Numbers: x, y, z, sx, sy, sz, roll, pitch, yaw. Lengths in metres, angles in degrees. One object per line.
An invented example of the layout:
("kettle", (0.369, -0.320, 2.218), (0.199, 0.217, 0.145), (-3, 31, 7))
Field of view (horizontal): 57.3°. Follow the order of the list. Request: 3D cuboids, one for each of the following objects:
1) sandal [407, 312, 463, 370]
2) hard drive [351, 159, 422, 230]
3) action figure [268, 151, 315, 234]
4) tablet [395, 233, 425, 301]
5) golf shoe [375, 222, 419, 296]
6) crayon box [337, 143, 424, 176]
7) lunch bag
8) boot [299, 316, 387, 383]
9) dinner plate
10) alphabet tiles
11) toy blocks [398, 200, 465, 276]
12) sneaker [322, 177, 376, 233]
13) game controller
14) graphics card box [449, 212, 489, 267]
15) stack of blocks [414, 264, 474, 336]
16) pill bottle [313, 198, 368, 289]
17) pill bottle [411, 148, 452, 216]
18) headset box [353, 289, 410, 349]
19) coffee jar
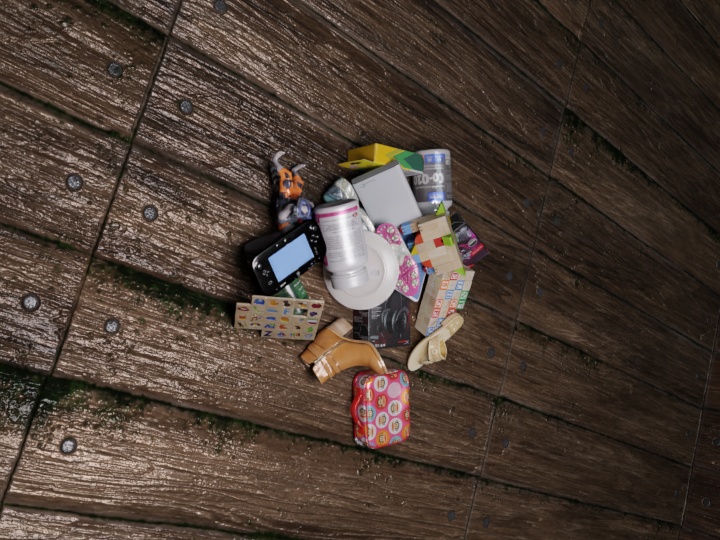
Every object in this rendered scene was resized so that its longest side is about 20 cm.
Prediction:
("sandal", (0.220, 0.216, 1.843), (0.212, 0.070, 0.078), (-47, 133, 2))
("hard drive", (0.074, -0.181, 1.716), (0.130, 0.027, 0.201), (-22, 132, 9))
("action figure", (-0.165, -0.165, 1.590), (0.200, 0.102, 0.198), (43, 43, -76))
("tablet", (0.124, -0.021, 1.790), (0.129, 0.014, 0.202), (32, 49, -15))
("golf shoe", (0.105, -0.033, 1.726), (0.074, 0.092, 0.203), (-21, 94, 12))
("crayon box", (0.054, -0.288, 1.724), (0.197, 0.126, 0.052), (5, 88, -37))
("lunch bag", (0.047, 0.369, 1.765), (0.174, 0.081, 0.205), (-3, 94, -36))
("boot", (-0.043, 0.228, 1.651), (0.155, 0.077, 0.200), (-41, 75, -21))
("dinner plate", (0.000, 0.000, 1.681), (0.196, 0.024, 0.205), (0, 95, 4))
("alphabet tiles", (-0.193, 0.111, 1.534), (0.196, 0.168, 0.008), (5, 53, -11))
("toy blocks", (0.184, -0.064, 1.745), (0.100, 0.134, 0.203), (-71, 141, -63))
("sneaker", (-0.031, -0.136, 1.712), (0.086, 0.077, 0.202), (-35, 110, -11))
("game controller", (-0.161, -0.030, 1.495), (0.199, 0.042, 0.106), (-37, 112, -28))
("graphics card box", (0.274, -0.069, 1.867), (0.125, 0.051, 0.200), (-37, 141, 10))
("stack of blocks", (0.237, 0.082, 1.869), (0.113, 0.058, 0.204), (2, 112, -35))
("pill bottle", (-0.043, -0.064, 1.605), (0.112, 0.112, 0.204), (-19, 105, -34))
("pill bottle", (0.199, -0.231, 1.841), (0.112, 0.113, 0.205), (-6, 94, -36))
("headset box", (0.058, 0.103, 1.770), (0.147, 0.077, 0.205), (-1, 93, -36))
("coffee jar", (-0.197, 0.013, 1.560), (0.085, 0.102, 0.203), (-54, 127, -64))
